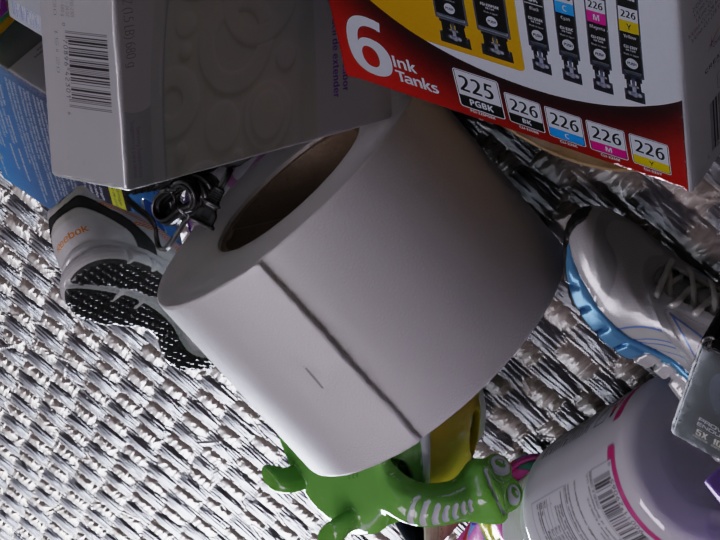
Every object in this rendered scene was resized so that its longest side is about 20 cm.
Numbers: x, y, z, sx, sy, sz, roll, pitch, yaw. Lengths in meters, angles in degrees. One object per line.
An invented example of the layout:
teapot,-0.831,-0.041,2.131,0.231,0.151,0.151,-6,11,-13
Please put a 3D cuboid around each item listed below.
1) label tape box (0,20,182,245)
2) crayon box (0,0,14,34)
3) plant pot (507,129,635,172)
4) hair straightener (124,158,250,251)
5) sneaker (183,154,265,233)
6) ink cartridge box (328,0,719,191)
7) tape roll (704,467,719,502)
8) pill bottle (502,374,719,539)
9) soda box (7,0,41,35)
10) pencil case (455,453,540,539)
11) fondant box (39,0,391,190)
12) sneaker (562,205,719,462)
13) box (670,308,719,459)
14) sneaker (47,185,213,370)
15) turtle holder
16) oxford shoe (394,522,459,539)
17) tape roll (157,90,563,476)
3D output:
label tape box,-0.178,-0.085,1.283,0.199,0.066,0.144,30,150,26
crayon box,-0.252,-0.211,1.156,0.058,0.119,0.200,34,151,8
plant pot,0.104,-0.135,0.947,0.199,0.028,0.201,28,149,19
hair straightener,-0.098,-0.059,1.089,0.041,0.078,0.200,26,153,-23
sneaker,-0.087,-0.051,1.238,0.088,0.080,0.201,27,150,36
ink cartridge box,0.077,-0.151,0.841,0.199,0.084,0.176,21,146,30
tape roll,0.266,0.167,0.959,0.200,0.066,0.200,50,-177,-3
pill bottle,0.171,0.143,1.168,0.113,0.114,0.200,40,151,-2
soda box,-0.174,-0.222,1.102,0.063,0.068,0.201,30,150,14
pencil case,0.110,0.202,1.350,0.088,0.089,0.200,35,153,8
fondant box,-0.068,-0.133,0.926,0.058,0.199,0.146,11,111,38
sneaker,0.198,0.030,1.040,0.200,0.075,0.086,43,138,-13
box,0.273,0.046,0.863,0.199,0.164,0.086,30,150,17
sneaker,-0.130,0.003,1.213,0.200,0.073,0.080,38,-159,-55
turtle holder,0.021,0.100,1.236,0.185,0.131,0.142,-5,99,61
oxford shoe,0.014,0.126,1.365,0.200,0.074,0.071,50,149,-19
tape roll,0.000,0.000,1.076,0.139,0.203,0.202,48,150,-17
